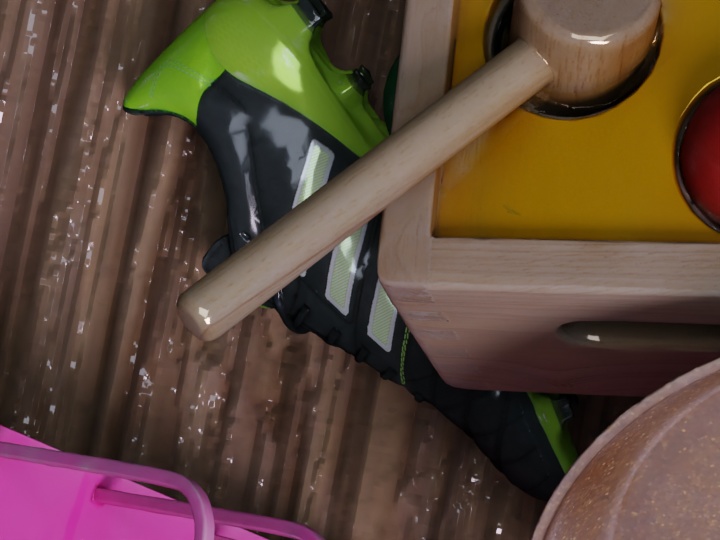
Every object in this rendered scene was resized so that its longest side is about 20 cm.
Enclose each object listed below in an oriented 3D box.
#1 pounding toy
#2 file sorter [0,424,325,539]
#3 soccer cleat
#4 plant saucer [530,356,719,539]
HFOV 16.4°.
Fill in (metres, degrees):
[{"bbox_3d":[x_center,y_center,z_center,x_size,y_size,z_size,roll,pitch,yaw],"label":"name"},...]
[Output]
[{"bbox_3d":[0.071,-0.045,0.718,0.199,0.142,0.185,2,71,14],"label":"pounding toy"},{"bbox_3d":[-0.032,0.144,0.720,0.200,0.125,0.140,29,74,-42],"label":"file sorter"},{"bbox_3d":[0.000,0.000,0.829,0.081,0.068,0.200,-35,88,9],"label":"soccer cleat"},{"bbox_3d":[0.144,0.089,0.697,0.199,0.037,0.201,3,122,4],"label":"plant saucer"}]
